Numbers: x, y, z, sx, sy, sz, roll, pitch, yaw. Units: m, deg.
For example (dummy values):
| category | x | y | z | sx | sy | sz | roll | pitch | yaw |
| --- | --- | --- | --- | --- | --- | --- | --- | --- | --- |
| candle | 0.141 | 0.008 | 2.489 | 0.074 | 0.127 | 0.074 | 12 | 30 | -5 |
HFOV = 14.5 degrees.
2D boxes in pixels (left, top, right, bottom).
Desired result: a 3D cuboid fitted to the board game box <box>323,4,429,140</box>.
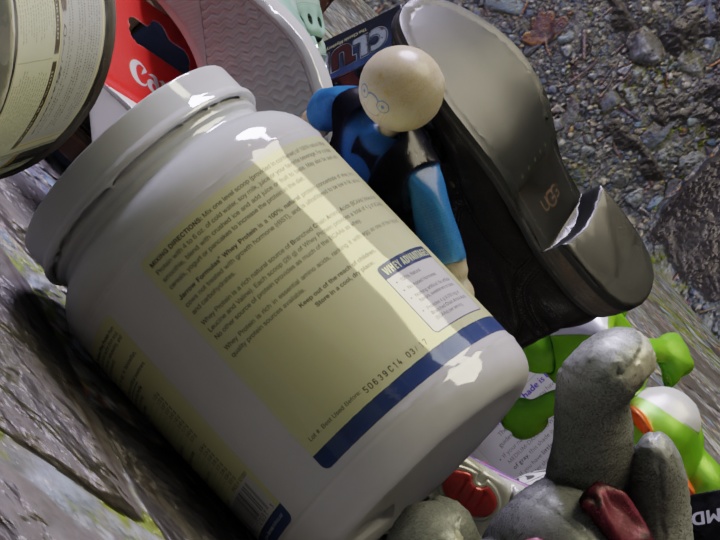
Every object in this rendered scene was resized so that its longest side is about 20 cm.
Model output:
| category | x | y | z | sx | sy | sz | roll | pitch | yaw |
| --- | --- | --- | --- | --- | --- | --- | --- | --- | --- |
| board game box | -0.018 | -0.072 | 1.666 | 0.135 | 0.200 | 0.035 | 37 | 41 | -41 |

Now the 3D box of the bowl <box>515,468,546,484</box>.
| category | x | y | z | sx | sy | sz | roll | pitch | yaw |
| --- | --- | --- | --- | --- | --- | --- | --- | --- | --- |
| bowl | 0.150 | 0.175 | 1.617 | 0.201 | 0.094 | 0.201 | 43 | 8 | -8 |

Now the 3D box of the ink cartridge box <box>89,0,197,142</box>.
| category | x | y | z | sx | sy | sz | roll | pitch | yaw |
| --- | --- | --- | --- | --- | --- | --- | --- | --- | --- |
| ink cartridge box | -0.080 | -0.053 | 1.461 | 0.161 | 0.050 | 0.200 | 31 | 49 | -57 |

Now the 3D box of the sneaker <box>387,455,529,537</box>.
| category | x | y | z | sx | sy | sz | roll | pitch | yaw |
| --- | --- | --- | --- | --- | --- | --- | --- | --- | --- |
| sneaker | 0.050 | 0.121 | 1.467 | 0.200 | 0.081 | 0.083 | 42 | 2 | -22 |

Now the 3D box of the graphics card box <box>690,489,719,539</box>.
| category | x | y | z | sx | sy | sz | roll | pitch | yaw |
| --- | --- | --- | --- | --- | --- | --- | --- | --- | --- |
| graphics card box | 0.215 | 0.224 | 1.517 | 0.125 | 0.051 | 0.200 | 28 | 54 | -61 |

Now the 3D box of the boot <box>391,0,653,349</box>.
| category | x | y | z | sx | sy | sz | roll | pitch | yaw |
| --- | --- | --- | --- | --- | --- | --- | --- | --- | --- |
| boot | 0.033 | -0.020 | 1.399 | 0.200 | 0.174 | 0.069 | 56 | 43 | -6 |

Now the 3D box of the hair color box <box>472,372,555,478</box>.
| category | x | y | z | sx | sy | sz | roll | pitch | yaw |
| --- | --- | --- | --- | --- | --- | --- | --- | --- | --- |
| hair color box | 0.096 | 0.072 | 1.800 | 0.200 | 0.109 | 0.065 | 47 | 8 | 10 |

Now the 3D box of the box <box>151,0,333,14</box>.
| category | x | y | z | sx | sy | sz | roll | pitch | yaw |
| --- | --- | --- | --- | --- | --- | --- | --- | --- | --- |
| box | -0.124 | -0.205 | 1.751 | 0.164 | 0.166 | 0.200 | 42 | -6 | -23 |

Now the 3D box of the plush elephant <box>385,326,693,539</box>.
| category | x | y | z | sx | sy | sz | roll | pitch | yaw |
| --- | --- | --- | --- | --- | --- | --- | --- | --- | --- |
| plush elephant | 0.122 | 0.161 | 1.277 | 0.155 | 0.165 | 0.200 | 29 | -37 | 35 |

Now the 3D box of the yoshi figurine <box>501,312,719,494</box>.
| category | x | y | z | sx | sy | sz | roll | pitch | yaw |
| --- | --- | --- | --- | --- | --- | --- | --- | --- | --- |
| yoshi figurine | 0.146 | 0.065 | 1.698 | 0.200 | 0.112 | 0.112 | 57 | 37 | -2 |

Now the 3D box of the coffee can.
| category | x | y | z | sx | sy | sz | roll | pitch | yaw |
| --- | --- | --- | --- | --- | --- | --- | --- | --- | --- |
| coffee can | -0.186 | -0.098 | 1.124 | 0.146 | 0.146 | 0.200 | 45 | 8 | -1 |

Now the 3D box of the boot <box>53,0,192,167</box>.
| category | x | y | z | sx | sy | sz | roll | pitch | yaw |
| --- | --- | --- | --- | --- | --- | --- | --- | --- | --- |
| boot | -0.090 | -0.062 | 1.586 | 0.200 | 0.097 | 0.075 | 40 | 8 | -34 |

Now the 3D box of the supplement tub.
| category | x | y | z | sx | sy | sz | roll | pitch | yaw |
| --- | --- | --- | --- | --- | --- | --- | --- | --- | --- |
| supplement tub | -0.039 | 0.021 | 1.266 | 0.200 | 0.145 | 0.145 | 47 | 9 | 11 |

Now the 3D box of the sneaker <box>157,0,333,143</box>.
| category | x | y | z | sx | sy | sz | roll | pitch | yaw |
| --- | --- | --- | --- | --- | --- | --- | --- | --- | --- |
| sneaker | -0.036 | -0.104 | 1.498 | 0.118 | 0.074 | 0.201 | 21 | 36 | -54 |

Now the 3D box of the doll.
| category | x | y | z | sx | sy | sz | roll | pitch | yaw |
| --- | --- | --- | --- | --- | --- | --- | --- | --- | --- |
| doll | 0.006 | -0.023 | 1.343 | 0.048 | 0.200 | 0.136 | -17 | 50 | -33 |
